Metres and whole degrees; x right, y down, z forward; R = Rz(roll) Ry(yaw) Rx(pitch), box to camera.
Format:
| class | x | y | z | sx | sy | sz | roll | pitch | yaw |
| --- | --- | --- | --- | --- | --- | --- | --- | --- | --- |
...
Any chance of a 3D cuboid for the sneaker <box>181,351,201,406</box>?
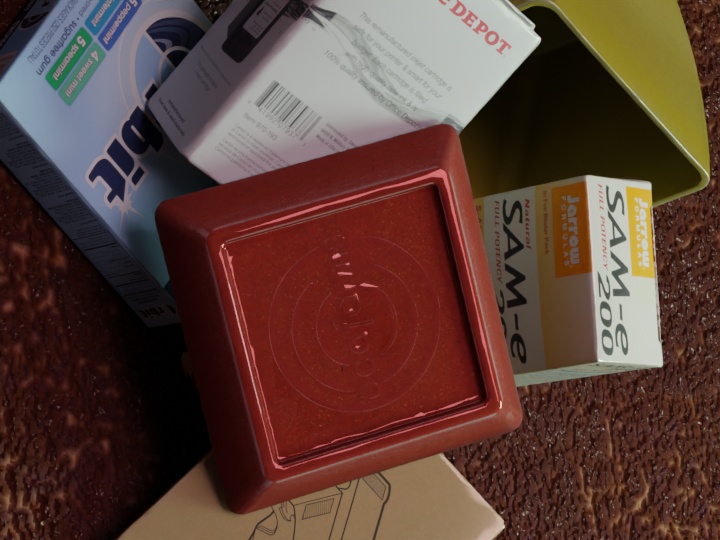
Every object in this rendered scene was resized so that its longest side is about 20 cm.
| class | x | y | z | sx | sy | sz | roll | pitch | yaw |
| --- | --- | --- | --- | --- | --- | --- | --- | --- | --- |
| sneaker | -0.080 | 0.089 | 1.600 | 0.090 | 0.070 | 0.201 | 17 | 73 | -19 |

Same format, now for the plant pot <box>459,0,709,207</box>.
| class | x | y | z | sx | sy | sz | roll | pitch | yaw |
| --- | --- | --- | --- | --- | --- | --- | --- | --- | --- |
| plant pot | 0.125 | -0.155 | 1.766 | 0.200 | 0.199 | 0.177 | 44 | 43 | -30 |

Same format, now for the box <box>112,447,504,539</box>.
| class | x | y | z | sx | sy | sz | roll | pitch | yaw |
| --- | --- | --- | --- | --- | --- | --- | --- | --- | --- |
| box | -0.034 | 0.166 | 1.547 | 0.200 | 0.021 | 0.164 | -42 | 89 | -16 |

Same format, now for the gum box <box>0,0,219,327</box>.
| class | x | y | z | sx | sy | sz | roll | pitch | yaw |
| --- | --- | --- | --- | --- | --- | --- | --- | --- | --- |
| gum box | -0.141 | -0.094 | 1.578 | 0.200 | 0.044 | 0.170 | 51 | 50 | -27 |

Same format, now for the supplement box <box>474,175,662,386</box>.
| class | x | y | z | sx | sy | sz | roll | pitch | yaw |
| --- | --- | --- | --- | --- | --- | --- | --- | --- | --- |
| supplement box | 0.105 | 0.013 | 1.694 | 0.073 | 0.199 | 0.127 | 5 | 78 | -44 |

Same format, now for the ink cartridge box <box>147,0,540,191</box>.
| class | x | y | z | sx | sy | sz | roll | pitch | yaw |
| --- | --- | --- | --- | --- | --- | --- | --- | --- | --- |
| ink cartridge box | -0.009 | -0.125 | 1.550 | 0.200 | 0.083 | 0.145 | -48 | 125 | 7 |

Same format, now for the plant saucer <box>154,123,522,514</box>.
| class | x | y | z | sx | sy | sz | roll | pitch | yaw |
| --- | --- | --- | --- | --- | --- | --- | --- | --- | --- |
| plant saucer | -0.007 | 0.031 | 1.521 | 0.199 | 0.037 | 0.201 | -16 | 99 | -13 |
